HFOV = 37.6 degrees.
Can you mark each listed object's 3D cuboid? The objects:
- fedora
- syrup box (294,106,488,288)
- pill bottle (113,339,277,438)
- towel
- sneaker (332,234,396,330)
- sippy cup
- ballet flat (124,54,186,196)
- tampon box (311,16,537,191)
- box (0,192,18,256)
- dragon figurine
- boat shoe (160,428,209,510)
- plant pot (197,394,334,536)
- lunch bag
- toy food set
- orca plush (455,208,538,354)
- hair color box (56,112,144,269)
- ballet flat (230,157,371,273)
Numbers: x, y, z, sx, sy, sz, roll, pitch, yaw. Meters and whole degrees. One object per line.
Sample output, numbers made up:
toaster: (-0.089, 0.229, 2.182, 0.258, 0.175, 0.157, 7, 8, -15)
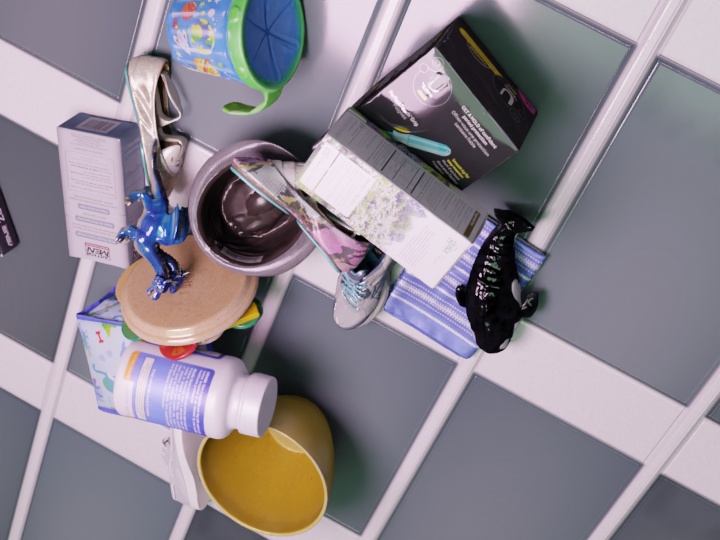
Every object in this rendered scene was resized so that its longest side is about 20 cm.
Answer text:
fedora: (-0.127, -0.089, 1.379, 0.177, 0.090, 0.200, 43, 117, -7)
syrup box: (0.036, -0.080, 1.172, 0.200, 0.082, 0.079, 36, 127, -3)
pill bottle: (-0.217, 0.161, 1.415, 0.199, 0.112, 0.113, 13, 122, 11)
towel: (0.129, 0.016, 1.379, 0.144, 0.024, 0.200, 32, 124, 1)
sneaker: (0.000, 0.000, 1.375, 0.078, 0.086, 0.201, 39, 123, 19)
sippy cup: (-0.156, -0.286, 1.265, 0.130, 0.139, 0.179, 9, 83, 29)
ballet flat: (-0.262, -0.185, 1.398, 0.062, 0.068, 0.201, -2, 118, 12)
tampon box: (0.076, -0.165, 1.235, 0.200, 0.126, 0.150, -34, 102, 32)
box: (-0.630, -0.099, 1.600, 0.199, 0.049, 0.162, 0, 115, 22)
dragon figurine: (-0.255, -0.065, 1.379, 0.099, 0.059, 0.201, 19, 97, 8)
boat shoe: (-0.283, 0.292, 1.677, 0.068, 0.072, 0.201, 7, 129, 18)
plant pot: (-0.117, 0.263, 1.544, 0.199, 0.142, 0.201, 9, 120, 17)
lunch bag: (-0.293, 0.123, 1.545, 0.199, 0.127, 0.171, 8, 120, 29)
toy food set: (-0.232, 0.031, 1.432, 0.199, 0.198, 0.049, -20, 138, -6)
orca plush: (0.174, 0.029, 1.320, 0.105, 0.071, 0.201, 23, 123, 4)
hair color box: (-0.358, -0.110, 1.479, 0.098, 0.061, 0.201, 12, 121, 15)
ballet flat: (-0.065, -0.083, 1.283, 0.200, 0.069, 0.071, 44, 99, -12)
